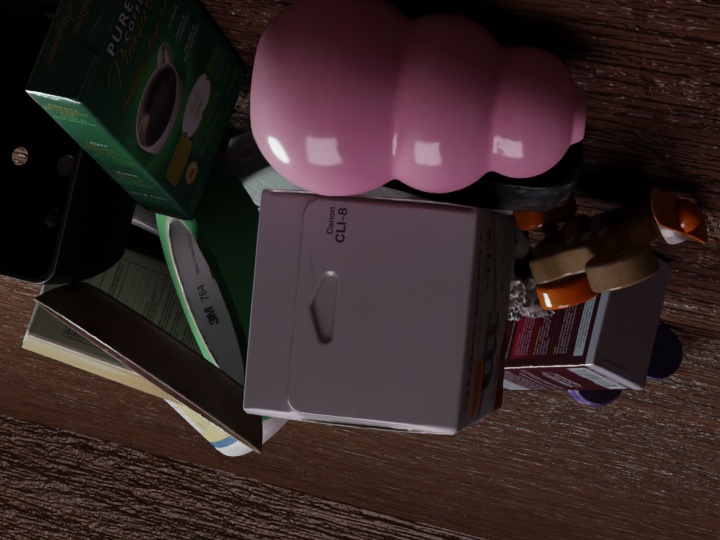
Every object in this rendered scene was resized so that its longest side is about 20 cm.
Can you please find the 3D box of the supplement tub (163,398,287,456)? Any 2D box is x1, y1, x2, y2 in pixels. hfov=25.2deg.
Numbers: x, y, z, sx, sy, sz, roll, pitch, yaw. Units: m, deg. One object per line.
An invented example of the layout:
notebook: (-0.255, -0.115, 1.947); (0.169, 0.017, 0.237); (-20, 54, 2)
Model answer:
supplement tub: (-0.156, 0.077, 1.660); (0.200, 0.145, 0.144); (45, 156, -15)

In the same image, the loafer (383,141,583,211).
loafer: (0.052, -0.075, 1.109); (0.198, 0.073, 0.072); (14, 157, 10)

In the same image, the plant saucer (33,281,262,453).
plant saucer: (-0.147, 0.065, 1.177); (0.199, 0.035, 0.200); (34, 171, 6)

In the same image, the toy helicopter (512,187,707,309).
toy helicopter: (0.181, -0.017, 1.108); (0.131, 0.080, 0.200); (-17, -171, 5)

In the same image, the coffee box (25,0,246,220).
coffee box: (-0.142, -0.125, 1.061); (0.044, 0.124, 0.200); (14, 166, 19)

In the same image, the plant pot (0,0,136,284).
plant pot: (-0.253, -0.096, 1.183); (0.198, 0.202, 0.177); (12, 176, 16)

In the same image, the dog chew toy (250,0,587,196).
dog chew toy: (0.037, -0.102, 0.970); (0.198, 0.126, 0.125); (7, 164, 5)

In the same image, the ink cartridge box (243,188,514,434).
ink cartridge box: (0.019, 0.025, 1.085); (0.143, 0.147, 0.200); (5, -179, 13)

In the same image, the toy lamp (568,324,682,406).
toy lamp: (0.246, 0.095, 1.547); (0.058, 0.059, 0.200); (18, 163, -6)

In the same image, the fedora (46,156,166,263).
fedora: (-0.214, -0.071, 1.384); (0.198, 0.091, 0.177); (13, 165, 10)

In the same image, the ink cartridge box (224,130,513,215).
ink cartridge box: (0.019, -0.077, 1.241); (0.199, 0.048, 0.160); (-18, 146, 36)

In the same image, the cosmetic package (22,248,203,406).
cosmetic package: (-0.181, 0.049, 1.391); (0.199, 0.106, 0.071); (22, 163, -10)

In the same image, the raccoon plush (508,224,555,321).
raccoon plush: (0.056, 0.035, 1.272); (0.200, 0.097, 0.133); (-40, 142, 26)

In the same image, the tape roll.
tape roll: (-0.100, 0.017, 1.245); (0.048, 0.202, 0.200); (-23, 174, -17)

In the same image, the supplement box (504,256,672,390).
supplement box: (0.162, 0.041, 1.346); (0.061, 0.110, 0.199); (24, 164, -29)
